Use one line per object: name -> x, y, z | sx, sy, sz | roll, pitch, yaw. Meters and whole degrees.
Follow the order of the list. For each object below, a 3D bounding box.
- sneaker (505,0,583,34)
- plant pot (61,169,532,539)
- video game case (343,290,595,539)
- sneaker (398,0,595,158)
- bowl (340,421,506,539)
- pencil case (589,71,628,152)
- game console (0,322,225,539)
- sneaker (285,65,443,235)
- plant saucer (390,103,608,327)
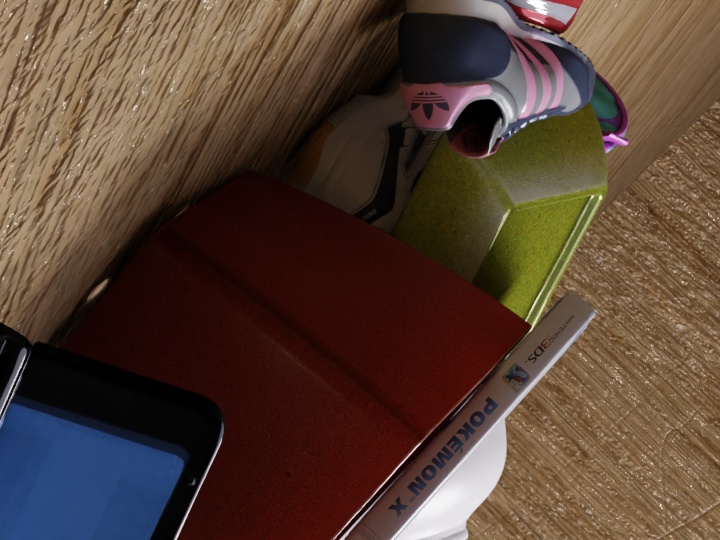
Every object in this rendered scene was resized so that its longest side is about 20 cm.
sneaker -> 0.139, -0.205, 1.572 | 0.200, 0.071, 0.113 | -30, 160, -44
plant pot -> -0.057, 0.064, 1.480 | 0.200, 0.176, 0.200 | -49, 175, 25
video game case -> 0.057, 0.094, 1.551 | 0.182, 0.022, 0.200 | -48, 176, -5
sneaker -> 0.072, -0.098, 1.537 | 0.200, 0.070, 0.083 | 18, 76, -60
bowl -> 0.011, 0.138, 1.732 | 0.200, 0.091, 0.201 | -17, 178, -1
pencil case -> 0.087, -0.049, 1.806 | 0.085, 0.093, 0.200 | 12, 128, -42
game console -> -0.173, 0.138, 1.267 | 0.201, 0.116, 0.176 | -65, 168, 16
sneaker -> 0.038, -0.076, 1.655 | 0.200, 0.088, 0.076 | -42, 171, -44
plant saucer -> 0.072, 0.002, 1.646 | 0.199, 0.048, 0.201 | -13, 133, -60
